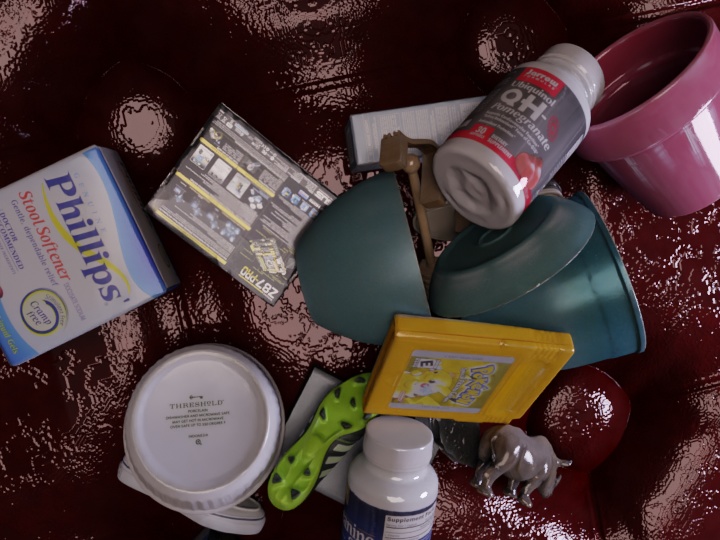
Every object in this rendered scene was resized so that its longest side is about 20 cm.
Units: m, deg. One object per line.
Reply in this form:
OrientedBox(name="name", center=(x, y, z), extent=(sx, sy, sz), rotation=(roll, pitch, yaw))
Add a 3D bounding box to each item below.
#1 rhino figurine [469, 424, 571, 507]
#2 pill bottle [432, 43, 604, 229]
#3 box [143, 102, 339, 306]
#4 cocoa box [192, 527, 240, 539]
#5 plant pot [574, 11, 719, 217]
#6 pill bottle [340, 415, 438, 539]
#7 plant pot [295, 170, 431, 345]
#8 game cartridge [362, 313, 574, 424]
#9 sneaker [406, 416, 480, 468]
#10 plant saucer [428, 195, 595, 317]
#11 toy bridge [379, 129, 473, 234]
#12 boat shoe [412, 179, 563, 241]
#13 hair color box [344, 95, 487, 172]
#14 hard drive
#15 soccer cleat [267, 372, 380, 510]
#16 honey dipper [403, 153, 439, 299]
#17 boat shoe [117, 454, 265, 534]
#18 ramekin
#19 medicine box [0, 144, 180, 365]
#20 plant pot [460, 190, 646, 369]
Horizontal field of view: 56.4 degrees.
OrientedBox(name="rhino figurine", center=(0.212, 0.252, 0.860), extent=(0.198, 0.059, 0.089), rotation=(27, 82, -41))
OrientedBox(name="pill bottle", center=(0.175, -0.150, 0.719), extent=(0.111, 0.110, 0.200), rotation=(45, 70, -7))
OrientedBox(name="box", center=(-0.140, -0.079, 0.835), extent=(0.199, 0.049, 0.162), rotation=(36, 88, -8))
OrientedBox(name="cocoa box", center=(-0.161, 0.441, 0.831), extent=(0.133, 0.131, 0.200), rotation=(-45, 97, 0))
OrientedBox(name="plant pot", center=(0.366, -0.174, 0.817), extent=(0.200, 0.200, 0.179), rotation=(-44, 112, -1))
OrientedBox(name="pill bottle", center=(0.034, 0.285, 0.807), extent=(0.108, 0.111, 0.204), rotation=(5, 105, -6))
OrientedBox(name="plant pot", center=(0.000, 0.000, 0.778), extent=(0.132, 0.200, 0.204), rotation=(-15, 96, 4))
OrientedBox(name="game cartridge", center=(0.113, 0.119, 0.756), extent=(0.196, 0.178, 0.033), rotation=(7, 51, -8))
OrientedBox(name="sneaker", center=(0.108, 0.149, 0.865), extent=(0.102, 0.060, 0.205), rotation=(2, 81, -14))
OrientedBox(name="plant saucer", center=(0.150, -0.026, 0.717), extent=(0.198, 0.200, 0.036), rotation=(-35, 105, -2))
OrientedBox(name="toy bridge", center=(0.084, -0.105, 0.757), extent=(0.027, 0.199, 0.069), rotation=(-9, 66, 32))
OrientedBox(name="boat shoe", center=(0.161, -0.085, 0.868), extent=(0.196, 0.058, 0.068), rotation=(-9, 131, -1))
OrientedBox(name="hair color box", center=(0.083, -0.167, 0.824), extent=(0.196, 0.099, 0.062), rotation=(-9, 94, -5))
OrientedBox(name="hard drive", center=(-0.007, 0.232, 0.880), extent=(0.197, 0.033, 0.141), rotation=(28, 91, -8))
OrientedBox(name="soccer cleat", center=(-0.041, 0.208, 0.828), extent=(0.067, 0.081, 0.200), rotation=(39, 68, 13))
OrientedBox(name="honey dipper", center=(0.076, -0.050, 0.818), extent=(0.037, 0.038, 0.203), rotation=(-20, 125, -4))
OrientedBox(name="boat shoe", center=(-0.205, 0.265, 0.842), extent=(0.197, 0.074, 0.068), rotation=(23, 93, -7))
OrientedBox(name="ramekin", center=(-0.185, 0.181, 0.794), extent=(0.198, 0.094, 0.207), rotation=(3, 73, -9))
OrientedBox(name="medicine box", center=(-0.345, -0.020, 0.791), extent=(0.197, 0.103, 0.185), rotation=(-26, 97, -2))
OrientedBox(name="plant pot", center=(0.213, 0.035, 0.814), extent=(0.185, 0.200, 0.203), rotation=(-22, 97, 9))
